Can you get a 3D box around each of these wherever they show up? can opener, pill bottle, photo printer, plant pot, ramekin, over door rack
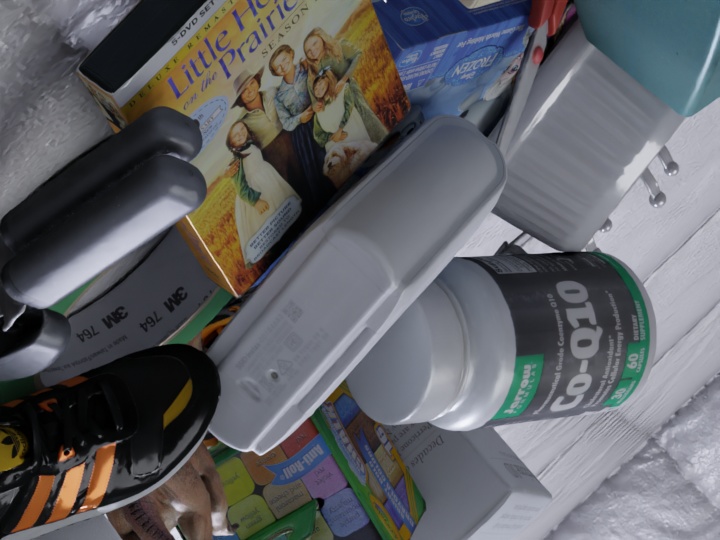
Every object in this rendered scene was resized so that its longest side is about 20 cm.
[{"bbox_3d":[-0.136,-0.005,0.910,0.199,0.054,0.067,-31,142,32],"label":"can opener"},{"bbox_3d":[0.091,0.046,1.277,0.199,0.114,0.113,-4,141,-38],"label":"pill bottle"},{"bbox_3d":[0.000,0.000,1.100,0.167,0.069,0.200,-49,178,34],"label":"photo printer"},{"bbox_3d":[0.202,-0.198,1.107,0.141,0.141,0.201,-33,151,-27],"label":"plant pot"},{"bbox_3d":[0.159,-0.102,1.294,0.203,0.094,0.202,-52,175,-6],"label":"ramekin"},{"bbox_3d":[0.153,-0.031,1.471,0.147,0.067,0.200,-39,-175,-12],"label":"over door rack"}]

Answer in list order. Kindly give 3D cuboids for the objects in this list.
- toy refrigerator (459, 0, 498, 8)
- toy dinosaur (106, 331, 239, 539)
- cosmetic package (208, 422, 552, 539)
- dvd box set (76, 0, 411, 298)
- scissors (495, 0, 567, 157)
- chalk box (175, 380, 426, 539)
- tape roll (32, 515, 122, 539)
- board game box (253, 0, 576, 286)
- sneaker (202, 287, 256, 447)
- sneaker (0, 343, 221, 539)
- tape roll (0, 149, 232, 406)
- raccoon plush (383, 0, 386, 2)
[{"bbox_3d":[0.105,-0.232,0.988,0.076,0.070,0.200,-23,155,-48],"label":"toy refrigerator"},{"bbox_3d":[-0.126,0.115,1.156,0.085,0.137,0.200,-12,-158,-1],"label":"toy dinosaur"},{"bbox_3d":[0.014,0.154,1.485,0.165,0.200,0.165,-44,163,7],"label":"cosmetic package"},{"bbox_3d":[-0.049,-0.089,0.952,0.146,0.029,0.200,-48,151,-13],"label":"dvd box set"},{"bbox_3d":[0.112,-0.141,1.159,0.073,0.014,0.202,-7,110,-57],"label":"scissors"},{"bbox_3d":[-0.046,0.159,1.298,0.124,0.124,0.200,-30,180,11],"label":"chalk box"},{"bbox_3d":[-0.221,0.221,1.122,0.139,0.203,0.203,-29,158,-35],"label":"tape roll"},{"bbox_3d":[0.024,-0.092,1.188,0.199,0.043,0.199,-23,155,-49],"label":"board game box"},{"bbox_3d":[-0.057,0.042,1.275,0.200,0.078,0.077,-42,158,1],"label":"sneaker"},{"bbox_3d":[-0.164,0.095,1.004,0.199,0.070,0.090,-27,164,-5],"label":"sneaker"},{"bbox_3d":[-0.132,0.002,1.058,0.200,0.048,0.201,-39,162,-15],"label":"tape roll"},{"bbox_3d":[0.021,-0.218,0.831,0.201,0.096,0.135,76,27,-51],"label":"raccoon plush"}]
